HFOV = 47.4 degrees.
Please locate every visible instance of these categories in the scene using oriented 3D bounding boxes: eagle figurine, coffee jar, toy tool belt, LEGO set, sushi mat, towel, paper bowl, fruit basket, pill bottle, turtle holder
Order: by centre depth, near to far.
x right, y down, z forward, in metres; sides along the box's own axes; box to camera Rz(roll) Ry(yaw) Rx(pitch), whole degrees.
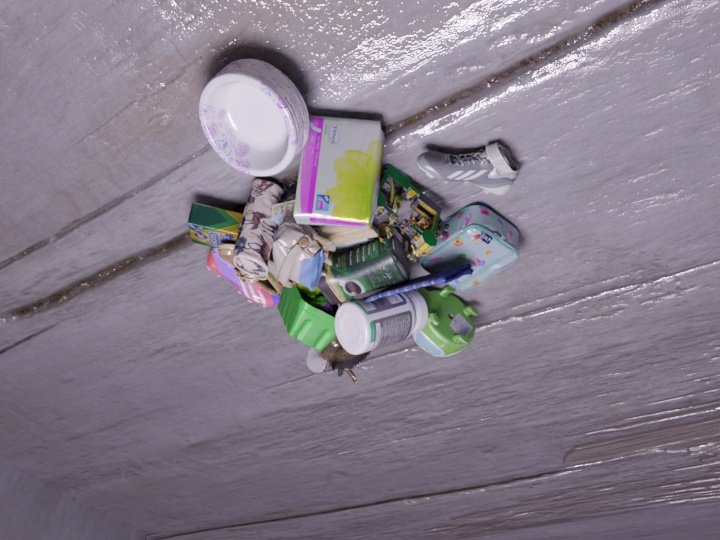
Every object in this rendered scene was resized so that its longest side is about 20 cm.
[{"bbox_3d":[-0.184,-0.283,1.483,0.197,0.105,0.204,16,132,18],"label":"paper bowl"},{"bbox_3d":[-0.107,-0.015,1.638,0.120,0.127,0.201,16,149,7],"label":"toy tool belt"},{"bbox_3d":[0.066,-0.101,1.643,0.197,0.156,0.116,29,138,-18],"label":"LEGO set"},{"bbox_3d":[-0.065,-0.071,1.679,0.196,0.012,0.095,-11,154,30],"label":"sushi mat"},{"bbox_3d":[0.124,0.029,1.696,0.197,0.144,0.024,-17,92,35],"label":"towel"},{"bbox_3d":[0.000,0.000,1.723,0.196,0.087,0.105,-18,137,18],"label":"coffee jar"},{"bbox_3d":[0.049,0.107,1.794,0.197,0.115,0.113,-12,158,-40],"label":"pill bottle"},{"bbox_3d":[-0.099,0.046,1.862,0.154,0.219,0.215,29,138,-23],"label":"fruit basket"},{"bbox_3d":[0.169,0.122,1.899,0.182,0.143,0.132,20,142,-21],"label":"turtle holder"},{"bbox_3d":[-0.043,0.177,2.032,0.149,0.153,0.201,22,152,1],"label":"eagle figurine"}]

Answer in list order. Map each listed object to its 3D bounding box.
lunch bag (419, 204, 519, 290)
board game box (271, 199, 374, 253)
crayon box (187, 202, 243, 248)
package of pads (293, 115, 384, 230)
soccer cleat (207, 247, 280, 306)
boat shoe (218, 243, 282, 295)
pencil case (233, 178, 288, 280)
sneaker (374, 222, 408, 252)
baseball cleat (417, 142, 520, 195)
[{"bbox_3d":[0.234,-0.043,1.733,0.159,0.078,0.199,32,138,-25],"label":"lunch bag"},{"bbox_3d":[-0.074,-0.093,1.691,0.132,0.035,0.199,-11,155,28],"label":"board game box"},{"bbox_3d":[-0.270,-0.082,1.785,0.195,0.053,0.126,12,162,-3],"label":"crayon box"},{"bbox_3d":[-0.037,-0.183,1.525,0.150,0.205,0.068,5,170,4],"label":"package of pads"},{"bbox_3d":[-0.264,0.009,1.888,0.198,0.067,0.077,34,124,0],"label":"soccer cleat"},{"bbox_3d":[-0.236,-0.002,1.811,0.073,0.068,0.198,-4,157,42],"label":"boat shoe"},{"bbox_3d":[-0.203,-0.085,1.678,0.088,0.204,0.077,27,148,-28],"label":"pencil case"},{"bbox_3d":[0.026,-0.020,1.809,0.087,0.077,0.199,30,138,-24],"label":"sneaker"},{"bbox_3d":[0.209,-0.209,1.557,0.196,0.071,0.107,12,136,-18],"label":"baseball cleat"}]
